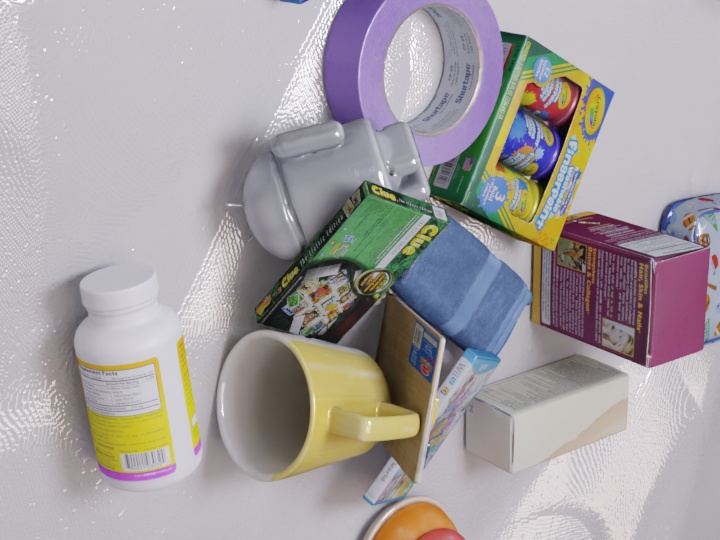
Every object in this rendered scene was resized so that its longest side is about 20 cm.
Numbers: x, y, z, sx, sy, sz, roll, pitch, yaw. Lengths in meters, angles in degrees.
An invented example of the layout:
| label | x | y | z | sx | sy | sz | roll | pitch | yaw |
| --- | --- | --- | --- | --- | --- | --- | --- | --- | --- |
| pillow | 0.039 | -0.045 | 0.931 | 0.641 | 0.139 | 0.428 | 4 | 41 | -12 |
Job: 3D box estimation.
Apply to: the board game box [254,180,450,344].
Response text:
| label | x | y | z | sx | sy | sz | roll | pitch | yaw |
| --- | --- | --- | --- | --- | --- | --- | --- | --- | --- |
| board game box | -0.010 | -0.003 | 1.318 | 0.104 | 0.024 | 0.200 | 19 | 130 | -32 |

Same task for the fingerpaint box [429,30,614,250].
| label | x | y | z | sx | sy | sz | roll | pitch | yaw |
| --- | --- | --- | --- | --- | --- | --- | --- | --- | --- |
| fingerpaint box | 0.185 | -0.147 | 1.529 | 0.166 | 0.073 | 0.203 | 23 | 89 | -39 |

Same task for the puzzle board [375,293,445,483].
| label | x | y | z | sx | sy | sz | roll | pitch | yaw |
| --- | --- | --- | --- | --- | --- | --- | --- | --- | --- |
| puzzle board | 0.049 | 0.121 | 1.427 | 0.017 | 0.200 | 0.153 | 8 | 100 | -17 |

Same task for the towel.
| label | x | y | z | sx | sy | sz | roll | pitch | yaw |
| --- | --- | --- | --- | --- | --- | --- | --- | --- | --- |
| towel | 0.113 | 0.017 | 1.538 | 0.200 | 0.048 | 0.112 | 39 | 81 | -39 |

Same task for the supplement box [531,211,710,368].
| label | x | y | z | sx | sy | sz | roll | pitch | yaw |
| --- | --- | --- | --- | --- | --- | --- | --- | --- | --- |
| supplement box | 0.306 | 0.017 | 1.589 | 0.102 | 0.199 | 0.133 | -12 | 112 | -33 |

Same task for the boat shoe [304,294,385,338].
| label | x | y | z | sx | sy | sz | roll | pitch | yaw |
| --- | --- | --- | --- | --- | --- | --- | --- | --- | --- |
| boat shoe | 0.000 | 0.000 | 1.436 | 0.199 | 0.076 | 0.072 | -33 | 125 | -15 |

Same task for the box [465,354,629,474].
| label | x | y | z | sx | sy | sz | roll | pitch | yaw |
| --- | --- | --- | --- | --- | --- | --- | --- | --- | --- |
| box | 0.231 | 0.174 | 1.647 | 0.198 | 0.095 | 0.079 | -14 | 112 | -32 |

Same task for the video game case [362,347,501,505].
| label | x | y | z | sx | sy | sz | roll | pitch | yaw |
| --- | --- | --- | --- | --- | --- | --- | --- | --- | --- |
| video game case | 0.084 | 0.176 | 1.508 | 0.201 | 0.018 | 0.143 | -56 | 163 | 5 |

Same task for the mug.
| label | x | y | z | sx | sy | sz | roll | pitch | yaw |
| --- | --- | --- | --- | --- | --- | --- | --- | --- | --- |
| mug | -0.038 | 0.151 | 1.388 | 0.152 | 0.187 | 0.150 | 4 | 126 | -46 |

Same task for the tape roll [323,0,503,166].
| label | x | y | z | sx | sy | sz | roll | pitch | yaw |
| --- | --- | --- | --- | --- | --- | --- | --- | --- | --- |
| tape roll | 0.059 | -0.216 | 1.417 | 0.198 | 0.065 | 0.204 | -12 | 111 | -35 |

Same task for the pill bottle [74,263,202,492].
| label | x | y | z | sx | sy | sz | roll | pitch | yaw |
| --- | --- | --- | --- | --- | --- | --- | --- | --- | --- |
| pill bottle | -0.215 | 0.101 | 1.275 | 0.103 | 0.104 | 0.203 | -19 | 114 | -32 |

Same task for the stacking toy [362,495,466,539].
| label | x | y | z | sx | sy | sz | roll | pitch | yaw |
| --- | --- | --- | --- | --- | --- | --- | --- | --- | --- |
| stacking toy | 0.102 | 0.358 | 1.533 | 0.144 | 0.199 | 0.149 | -11 | 110 | -34 |

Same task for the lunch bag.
| label | x | y | z | sx | sy | sz | roll | pitch | yaw |
| --- | --- | --- | --- | --- | --- | --- | --- | --- | --- |
| lunch bag | 0.472 | 0.001 | 1.795 | 0.159 | 0.075 | 0.203 | -12 | 110 | -37 |

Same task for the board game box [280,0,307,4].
| label | x | y | z | sx | sy | sz | roll | pitch | yaw |
| --- | --- | --- | --- | --- | --- | --- | --- | --- | --- |
| board game box | -0.011 | -0.374 | 1.329 | 0.198 | 0.045 | 0.154 | -29 | 119 | -28 |

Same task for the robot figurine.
| label | x | y | z | sx | sy | sz | roll | pitch | yaw |
| --- | --- | --- | --- | --- | --- | --- | --- | --- | --- |
| robot figurine | -0.033 | -0.079 | 1.330 | 0.197 | 0.114 | 0.171 | -20 | 132 | 4 |
